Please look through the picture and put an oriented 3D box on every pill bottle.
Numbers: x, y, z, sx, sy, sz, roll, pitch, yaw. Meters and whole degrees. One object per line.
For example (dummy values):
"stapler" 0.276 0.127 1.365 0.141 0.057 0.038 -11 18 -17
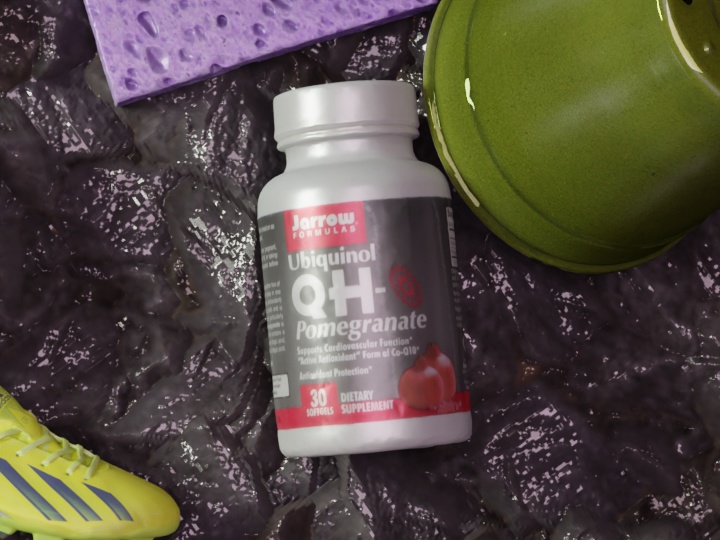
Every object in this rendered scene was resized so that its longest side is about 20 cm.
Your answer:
"pill bottle" 0.000 0.000 1.195 0.110 0.111 0.202 -5 87 -5

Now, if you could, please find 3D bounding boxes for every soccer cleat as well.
"soccer cleat" -0.195 0.105 1.194 0.198 0.065 0.085 13 89 -3

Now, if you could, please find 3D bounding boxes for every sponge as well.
"sponge" -0.063 -0.178 1.241 0.198 0.030 0.113 -18 88 -6

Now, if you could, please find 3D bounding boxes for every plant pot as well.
"plant pot" 0.163 -0.117 1.146 0.199 0.193 0.202 6 76 -23
